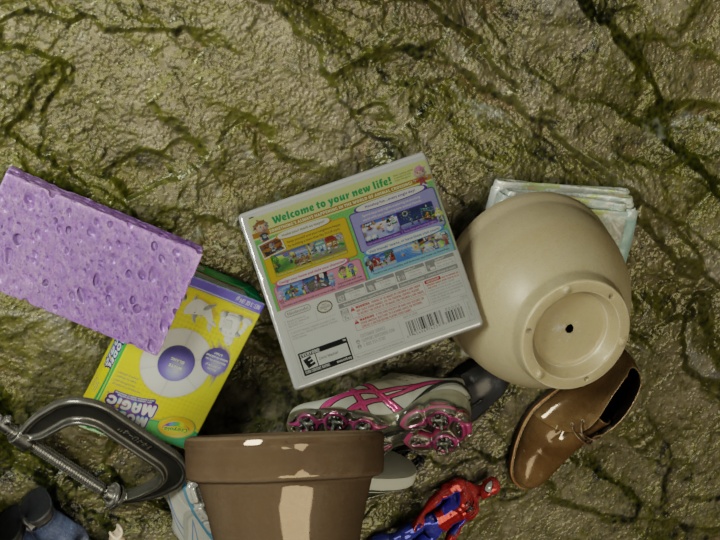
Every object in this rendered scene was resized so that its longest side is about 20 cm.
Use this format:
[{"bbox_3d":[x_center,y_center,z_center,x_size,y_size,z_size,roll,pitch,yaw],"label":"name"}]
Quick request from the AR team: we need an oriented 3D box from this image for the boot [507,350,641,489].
[{"bbox_3d":[0.239,0.172,1.749,0.073,0.076,0.201,30,102,-30],"label":"boot"}]

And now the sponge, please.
[{"bbox_3d":[-0.259,-0.008,1.471,0.198,0.030,0.113,23,103,-8],"label":"sponge"}]

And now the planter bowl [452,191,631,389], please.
[{"bbox_3d":[0.194,0.039,1.587,0.197,0.135,0.203,-7,116,-14],"label":"planter bowl"}]

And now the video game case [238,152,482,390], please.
[{"bbox_3d":[0.000,0.000,1.545,0.198,0.022,0.184,-19,84,-4],"label":"video game case"}]

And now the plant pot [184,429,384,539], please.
[{"bbox_3d":[-0.072,0.246,1.529,0.198,0.200,0.177,-1,86,-20],"label":"plant pot"}]

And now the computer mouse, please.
[{"bbox_3d":[0.089,0.170,1.716,0.200,0.034,0.059,-46,121,4],"label":"computer mouse"}]

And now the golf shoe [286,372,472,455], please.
[{"bbox_3d":[0.021,0.152,1.661,0.197,0.093,0.073,-3,126,5],"label":"golf shoe"}]

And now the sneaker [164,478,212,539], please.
[{"bbox_3d":[-0.152,0.286,1.650,0.075,0.086,0.202,-39,113,-47],"label":"sneaker"}]

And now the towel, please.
[{"bbox_3d":[0.199,0.002,1.675,0.169,0.048,0.202,4,112,-19],"label":"towel"}]

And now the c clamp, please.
[{"bbox_3d":[-0.278,0.185,1.562,0.199,0.027,0.170,35,126,-29],"label":"c clamp"}]

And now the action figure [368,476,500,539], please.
[{"bbox_3d":[0.074,0.294,1.760,0.199,0.052,0.066,-36,117,-5],"label":"action figure"}]

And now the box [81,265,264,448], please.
[{"bbox_3d":[-0.193,0.092,1.559,0.116,0.048,0.202,21,106,-27],"label":"box"}]

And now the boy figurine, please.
[{"bbox_3d":[-0.288,0.313,1.622,0.124,0.064,0.201,-38,121,-1],"label":"boy figurine"}]

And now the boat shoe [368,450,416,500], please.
[{"bbox_3d":[-0.039,0.229,1.677,0.197,0.071,0.064,2,115,-11],"label":"boat shoe"}]
